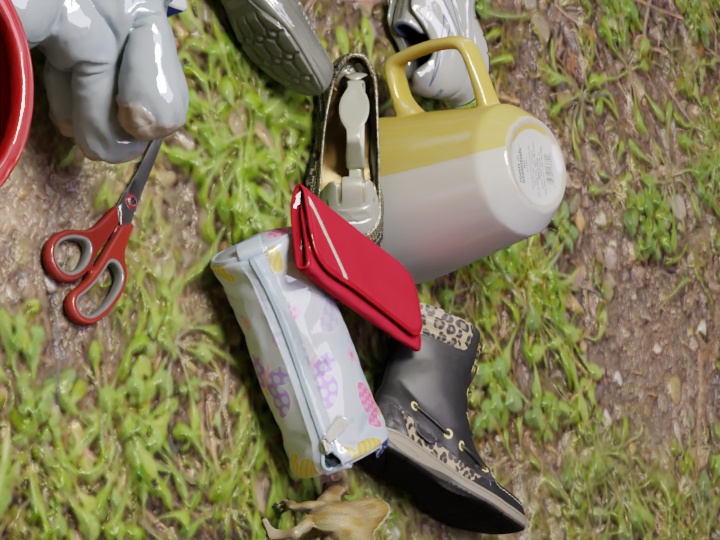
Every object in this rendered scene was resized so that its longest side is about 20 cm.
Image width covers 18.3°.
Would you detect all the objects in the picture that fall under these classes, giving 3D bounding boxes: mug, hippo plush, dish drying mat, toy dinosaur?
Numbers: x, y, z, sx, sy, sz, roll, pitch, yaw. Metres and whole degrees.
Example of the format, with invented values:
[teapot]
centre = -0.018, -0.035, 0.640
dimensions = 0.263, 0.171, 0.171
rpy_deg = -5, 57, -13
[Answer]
[mug]
centre = 0.082, -0.088, 1.909
dimensions = 0.187, 0.153, 0.149
rpy_deg = 55, 45, -24
[hippo plush]
centre = -0.212, -0.162, 1.566
dimensions = 0.161, 0.200, 0.159
rpy_deg = -2, 62, -41
[dish drying mat]
centre = 0.000, 0.000, 1.792
dimensions = 0.200, 0.018, 0.077
rpy_deg = 36, 39, -55
[toy dinosaur]
centre = -0.020, 0.203, 1.713
dimensions = 0.101, 0.200, 0.058
rpy_deg = -19, 115, -13

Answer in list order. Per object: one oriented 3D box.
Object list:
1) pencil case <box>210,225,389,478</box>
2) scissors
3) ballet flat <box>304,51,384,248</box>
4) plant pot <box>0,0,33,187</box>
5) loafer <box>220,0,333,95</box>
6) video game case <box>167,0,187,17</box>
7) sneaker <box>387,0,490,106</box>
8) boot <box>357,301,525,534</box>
[pencil case]
centre = -0.049, 0.064, 1.763
dimensions = 0.200, 0.083, 0.091
rpy_deg = 69, 23, -7
[scissors]
centre = -0.178, -0.038, 1.698
dimensions = 0.073, 0.014, 0.200
rpy_deg = 56, 42, -20
[ballet flat]
centre = -0.011, -0.090, 1.859
dimensions = 0.068, 0.075, 0.200
rpy_deg = 3, 73, -9
[plant pot]
centre = -0.336, -0.111, 1.393
dimensions = 0.200, 0.182, 0.201
rpy_deg = 19, 65, -47
[loafer]
centre = -0.081, -0.231, 1.822
dimensions = 0.200, 0.070, 0.070
rpy_deg = 55, 52, -24
[video game case]
centre = -0.218, -0.301, 1.697
dimensions = 0.200, 0.045, 0.182
rpy_deg = 15, 68, -48
[sneaker]
centre = 0.064, -0.248, 2.001
dimensions = 0.087, 0.074, 0.200
rpy_deg = -1, 79, -45
[boot]
centre = 0.080, 0.129, 1.912
dimensions = 0.200, 0.073, 0.151
rpy_deg = 33, 56, -34
